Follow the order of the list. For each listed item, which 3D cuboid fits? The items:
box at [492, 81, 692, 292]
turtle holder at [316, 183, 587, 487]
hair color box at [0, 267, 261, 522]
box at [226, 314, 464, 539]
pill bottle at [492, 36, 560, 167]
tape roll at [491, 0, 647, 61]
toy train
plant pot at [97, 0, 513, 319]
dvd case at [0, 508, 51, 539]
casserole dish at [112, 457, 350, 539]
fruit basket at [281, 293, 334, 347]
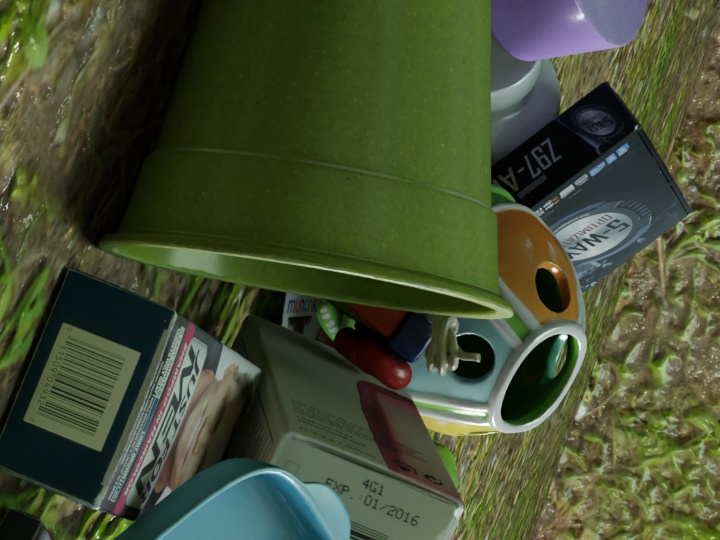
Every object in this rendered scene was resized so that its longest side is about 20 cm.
[{"bbox_3d":[0.115,-0.023,1.580,0.199,0.044,0.160,-37,153,4],"label":"box"},{"bbox_3d":[0.055,0.044,1.427,0.186,0.132,0.141,-50,146,1],"label":"turtle holder"},{"bbox_3d":[-0.110,0.071,1.170,0.200,0.060,0.101,47,64,-77],"label":"hair color box"},{"bbox_3d":[-0.031,0.127,1.294,0.129,0.108,0.200,-64,-166,12],"label":"box"},{"bbox_3d":[0.078,-0.095,1.594,0.200,0.111,0.113,88,25,-60],"label":"pill bottle"},{"bbox_3d":[0.118,-0.234,1.458,0.200,0.065,0.202,-7,90,-66],"label":"tape roll"},{"bbox_3d":[0.000,0.000,1.263,0.085,0.115,0.200,-55,-169,-3],"label":"toy train"},{"bbox_3d":[-0.010,-0.087,1.120,0.200,0.198,0.192,34,65,-77],"label":"plant pot"},{"bbox_3d":[-0.183,0.221,1.179,0.200,0.025,0.151,83,30,-63],"label":"dvd case"},{"bbox_3d":[-0.093,0.168,1.143,0.200,0.039,0.121,-40,130,-11],"label":"casserole dish"},{"bbox_3d":[-0.019,0.088,1.515,0.185,0.093,0.202,3,100,-72],"label":"fruit basket"}]
